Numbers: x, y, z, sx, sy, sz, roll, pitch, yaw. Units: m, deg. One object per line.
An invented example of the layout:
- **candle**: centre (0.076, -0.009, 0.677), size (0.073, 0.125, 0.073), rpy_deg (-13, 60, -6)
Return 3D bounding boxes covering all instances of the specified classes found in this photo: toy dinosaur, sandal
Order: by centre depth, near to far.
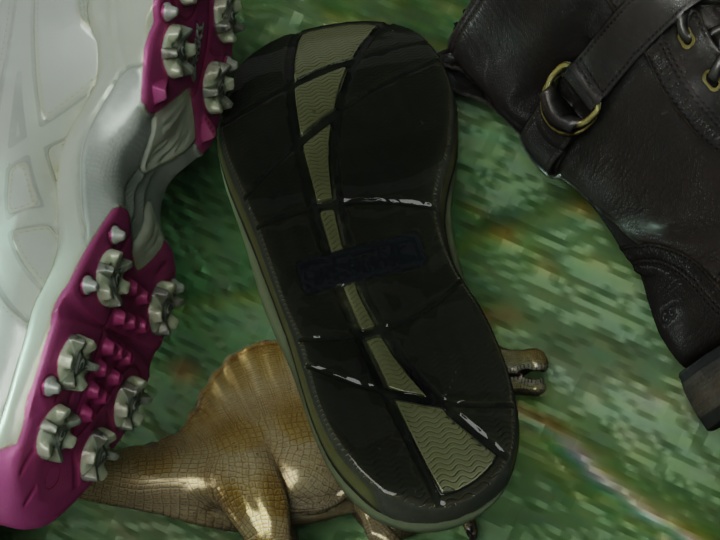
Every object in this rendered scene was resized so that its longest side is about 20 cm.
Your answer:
- **sandal**: centre (-0.001, 0.001, 0.781), size (0.079, 0.058, 0.202), rpy_deg (-7, 56, -5)
- **toy dinosaur**: centre (-0.033, 0.074, 0.792), size (0.198, 0.058, 0.102), rpy_deg (-10, 80, -15)

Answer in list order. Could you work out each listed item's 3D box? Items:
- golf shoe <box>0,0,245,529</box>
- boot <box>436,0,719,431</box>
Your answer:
- **golf shoe**: centre (-0.099, -0.018, 0.753), size (0.091, 0.075, 0.201), rpy_deg (6, 66, 18)
- **boot**: centre (0.115, -0.061, 0.744), size (0.200, 0.069, 0.175), rpy_deg (-42, 75, 41)
